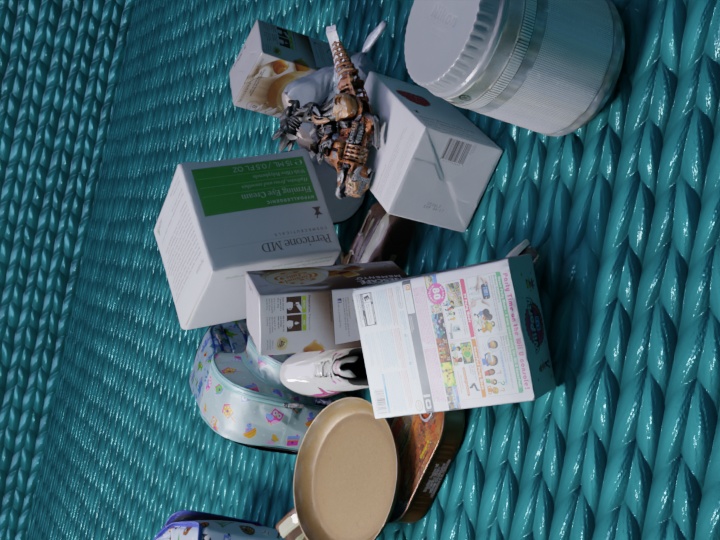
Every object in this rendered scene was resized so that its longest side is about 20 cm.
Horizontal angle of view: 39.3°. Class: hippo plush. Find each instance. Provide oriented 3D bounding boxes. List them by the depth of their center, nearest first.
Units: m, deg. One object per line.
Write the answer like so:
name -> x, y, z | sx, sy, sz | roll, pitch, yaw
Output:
hippo plush -> -0.028, -0.250, 1.476 | 0.161, 0.157, 0.203 | -67, -27, -80

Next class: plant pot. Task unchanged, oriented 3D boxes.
plant pot -> -0.014, 0.264, 1.288 | 0.199, 0.027, 0.202 | -21, 60, 43

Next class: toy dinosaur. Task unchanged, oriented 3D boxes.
toy dinosaur -> -0.025, -0.190, 1.300 | 0.135, 0.102, 0.202 | -11, 55, 37

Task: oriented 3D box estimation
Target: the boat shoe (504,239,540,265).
boat shoe -> 0.147, 0.058, 1.142 | 0.059, 0.072, 0.201 | 38, 107, 15

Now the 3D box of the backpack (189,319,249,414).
backpack -> -0.225, 0.180, 1.737 | 0.200, 0.153, 0.164 | 45, 116, 46

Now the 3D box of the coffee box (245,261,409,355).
coffee box -> -0.039, 0.045, 1.273 | 0.114, 0.197, 0.081 | -132, 40, -69

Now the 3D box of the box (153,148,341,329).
box -> -0.165, -0.043, 1.430 | 0.200, 0.197, 0.173 | -51, 54, 57

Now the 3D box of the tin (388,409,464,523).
tin -> 0.069, 0.221, 1.250 | 0.112, 0.041, 0.202 | 52, 126, 51

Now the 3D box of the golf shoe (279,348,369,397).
golf shoe -> -0.023, 0.122, 1.308 | 0.198, 0.092, 0.074 | -8, 74, 23

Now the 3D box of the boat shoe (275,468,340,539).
boat shoe -> -0.032, 0.325, 1.386 | 0.075, 0.074, 0.202 | 51, 125, 13

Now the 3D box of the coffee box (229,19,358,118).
coffee box -> -0.093, -0.301, 1.592 | 0.115, 0.198, 0.080 | -52, 38, 40

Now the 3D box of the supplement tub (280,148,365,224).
supplement tub -> -0.085, -0.132, 1.594 | 0.199, 0.121, 0.124 | 5, 83, 62

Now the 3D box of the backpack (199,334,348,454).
backpack -> -0.125, 0.176, 1.445 | 0.176, 0.198, 0.155 | -139, 56, -59

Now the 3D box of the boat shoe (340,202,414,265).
boat shoe -> 0.004, 0.001, 1.401 | 0.075, 0.074, 0.204 | 36, 102, 41

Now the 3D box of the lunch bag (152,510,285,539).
lunch bag -> -0.218, 0.442, 1.563 | 0.199, 0.168, 0.125 | -23, 56, 58

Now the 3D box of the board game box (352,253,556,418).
board game box -> 0.098, 0.073, 1.095 | 0.198, 0.064, 0.149 | -11, 89, 34

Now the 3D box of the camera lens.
camera lens -> 0.167, -0.240, 1.073 | 0.160, 0.198, 0.162 | -33, 51, 54

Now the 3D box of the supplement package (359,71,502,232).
supplement package -> 0.072, -0.157, 1.306 | 0.121, 0.120, 0.200 | -67, 30, 21

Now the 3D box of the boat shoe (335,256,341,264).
boat shoe -> -0.052, 0.051, 1.520 | 0.072, 0.061, 0.202 | -51, 38, 41
